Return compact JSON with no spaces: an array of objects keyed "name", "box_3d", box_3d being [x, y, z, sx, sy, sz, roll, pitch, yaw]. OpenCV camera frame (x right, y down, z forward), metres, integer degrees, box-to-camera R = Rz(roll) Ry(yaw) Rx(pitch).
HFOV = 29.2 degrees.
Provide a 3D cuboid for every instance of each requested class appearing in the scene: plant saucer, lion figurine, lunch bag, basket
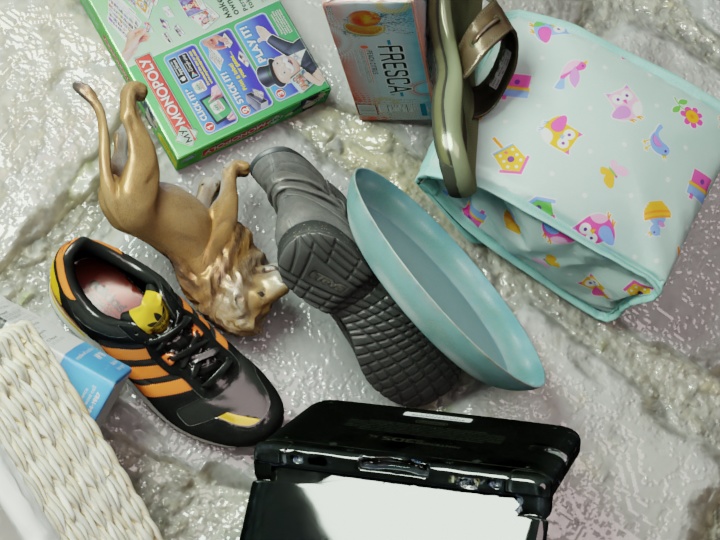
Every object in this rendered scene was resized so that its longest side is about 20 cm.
[{"name":"plant saucer","box_3d":[0.055,0.011,0.971,0.027,0.200,0.200,-42,84,14]},{"name":"lion figurine","box_3d":[-0.132,-0.039,0.969,0.200,0.072,0.123,31,54,-36]},{"name":"lunch bag","box_3d":[0.156,-0.084,1.039,0.200,0.122,0.170,30,72,-2]},{"name":"basket","box_3d":[-0.251,0.161,0.819,0.198,0.161,0.200,-28,99,12]}]

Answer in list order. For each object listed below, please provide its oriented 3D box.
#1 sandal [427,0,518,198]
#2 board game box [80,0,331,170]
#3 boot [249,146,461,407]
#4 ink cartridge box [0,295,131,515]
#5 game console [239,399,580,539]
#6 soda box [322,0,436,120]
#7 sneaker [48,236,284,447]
[{"name":"sandal","box_3d":[0.084,-0.144,0.974,0.057,0.080,0.201,-7,67,18]},{"name":"board game box","box_3d":[-0.130,-0.192,1.067,0.135,0.029,0.200,-27,81,-16]},{"name":"boot","box_3d":[0.000,0.000,1.004,0.070,0.200,0.132,-31,36,8]},{"name":"ink cartridge box","box_3d":[-0.271,0.070,0.925,0.200,0.068,0.116,30,95,-2]},{"name":"game console","box_3d":[0.032,0.170,0.915,0.200,0.176,0.116,5,103,19]},{"name":"soda box","box_3d":[0.019,-0.176,0.997,0.064,0.200,0.068,0,74,7]},{"name":"sneaker","box_3d":[-0.137,0.051,0.962,0.200,0.090,0.070,39,71,3]}]
